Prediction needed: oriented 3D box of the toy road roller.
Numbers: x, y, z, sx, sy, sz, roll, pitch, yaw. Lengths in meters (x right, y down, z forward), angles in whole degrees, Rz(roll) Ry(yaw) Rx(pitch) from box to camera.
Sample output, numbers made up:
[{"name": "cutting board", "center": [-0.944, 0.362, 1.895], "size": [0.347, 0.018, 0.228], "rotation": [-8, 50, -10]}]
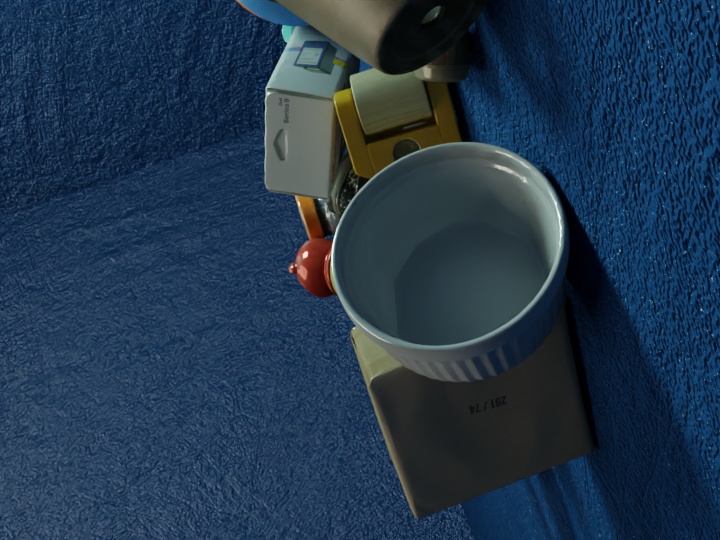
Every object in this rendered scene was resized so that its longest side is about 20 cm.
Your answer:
[{"name": "toy road roller", "center": [0.053, -0.150, 1.050], "size": [0.146, 0.122, 0.201], "rotation": [-88, -18, -65]}]

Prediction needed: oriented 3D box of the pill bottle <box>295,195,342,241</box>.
[{"name": "pill bottle", "center": [0.010, -0.106, 1.282], "size": [0.106, 0.199, 0.107], "rotation": [161, 90, -87]}]

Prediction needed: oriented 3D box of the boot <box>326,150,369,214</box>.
[{"name": "boot", "center": [0.062, -0.143, 1.187], "size": [0.153, 0.204, 0.074], "rotation": [21, 161, 25]}]

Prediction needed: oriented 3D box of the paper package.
[{"name": "paper package", "center": [0.112, 0.119, 0.894], "size": [0.104, 0.199, 0.191], "rotation": [-115, 5, -63]}]

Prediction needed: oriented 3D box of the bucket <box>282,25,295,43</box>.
[{"name": "bucket", "center": [-0.057, -0.397, 1.283], "size": [0.207, 0.134, 0.208], "rotation": [160, 90, -86]}]

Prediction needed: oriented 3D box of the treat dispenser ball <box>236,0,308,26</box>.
[{"name": "treat dispenser ball", "center": [-0.080, -0.397, 1.080], "size": [0.201, 0.200, 0.202], "rotation": [161, 90, -87]}]

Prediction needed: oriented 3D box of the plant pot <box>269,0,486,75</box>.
[{"name": "plant pot", "center": [0.010, -0.261, 0.728], "size": [0.174, 0.200, 0.200], "rotation": [52, 171, 18]}]

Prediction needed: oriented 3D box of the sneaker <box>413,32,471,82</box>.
[{"name": "sneaker", "center": [0.067, -0.240, 0.895], "size": [0.200, 0.070, 0.076], "rotation": [-123, 32, -63]}]

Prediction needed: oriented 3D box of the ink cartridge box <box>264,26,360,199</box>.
[{"name": "ink cartridge box", "center": [-0.057, -0.206, 1.124], "size": [0.200, 0.087, 0.146], "rotation": [-73, -10, -49]}]

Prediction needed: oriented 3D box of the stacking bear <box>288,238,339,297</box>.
[{"name": "stacking bear", "center": [0.000, 0.000, 1.217], "size": [0.121, 0.199, 0.114], "rotation": [-44, -50, -47]}]

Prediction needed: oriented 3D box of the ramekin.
[{"name": "ramekin", "center": [0.083, 0.001, 0.777], "size": [0.105, 0.199, 0.201], "rotation": [59, -172, -55]}]
